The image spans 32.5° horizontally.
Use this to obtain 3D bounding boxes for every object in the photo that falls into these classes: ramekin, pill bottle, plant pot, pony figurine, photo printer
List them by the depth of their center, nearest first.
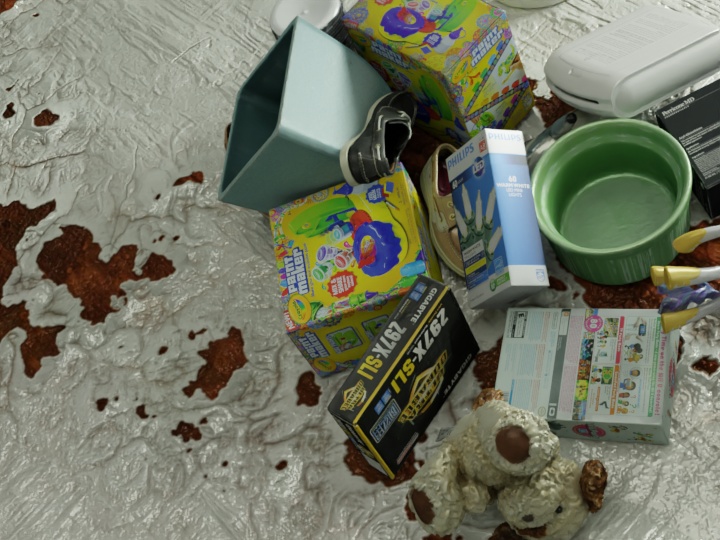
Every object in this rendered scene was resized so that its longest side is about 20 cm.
[{"bbox_3d":[0.426,0.008,1.365,0.198,0.194,0.168,-14,57,3],"label":"pony figurine"},{"bbox_3d":[0.315,-0.080,1.536,0.198,0.098,0.201,-11,55,16],"label":"ramekin"},{"bbox_3d":[0.350,-0.269,1.613,0.199,0.070,0.166,-28,32,-16],"label":"photo printer"},{"bbox_3d":[-0.054,-0.181,1.676,0.196,0.199,0.197,-41,35,51],"label":"plant pot"},{"bbox_3d":[-0.048,-0.301,1.761,0.105,0.200,0.107,-11,53,14],"label":"pill bottle"}]

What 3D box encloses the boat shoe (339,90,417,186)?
[{"bbox_3d":[0.040,-0.173,1.585,0.067,0.072,0.200,-14,26,31],"label":"boat shoe"}]

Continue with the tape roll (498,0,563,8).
[{"bbox_3d":[0.269,-0.479,1.850,0.201,0.037,0.204,-11,55,16],"label":"tape roll"}]

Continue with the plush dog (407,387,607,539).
[{"bbox_3d":[0.176,0.229,1.366,0.200,0.172,0.161,-41,6,31],"label":"plush dog"}]

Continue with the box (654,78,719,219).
[{"bbox_3d":[0.490,-0.176,1.538,0.199,0.079,0.142,-26,56,5],"label":"box"}]

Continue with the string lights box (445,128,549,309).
[{"bbox_3d":[0.168,-0.062,1.529,0.059,0.103,0.202,0,72,-26],"label":"string lights box"}]

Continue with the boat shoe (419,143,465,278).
[{"bbox_3d":[0.126,-0.080,1.618,0.073,0.067,0.201,-8,55,-18],"label":"boat shoe"}]

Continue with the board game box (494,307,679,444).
[{"bbox_3d":[0.264,0.121,1.450,0.198,0.064,0.149,0,60,24],"label":"board game box"}]

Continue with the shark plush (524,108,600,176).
[{"bbox_3d":[0.237,-0.149,1.657,0.200,0.091,0.084,-39,29,21],"label":"shark plush"}]

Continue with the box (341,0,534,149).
[{"bbox_3d":[0.108,-0.284,1.683,0.122,0.193,0.200,-46,53,-11],"label":"box"}]

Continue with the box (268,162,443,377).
[{"bbox_3d":[0.000,0.000,1.599,0.191,0.122,0.201,-20,53,10],"label":"box"}]

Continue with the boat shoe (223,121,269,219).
[{"bbox_3d":[-0.145,-0.143,1.780,0.076,0.072,0.200,-39,53,-5],"label":"boat shoe"}]

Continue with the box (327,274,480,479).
[{"bbox_3d":[0.055,0.127,1.470,0.049,0.160,0.201,25,70,33],"label":"box"}]
